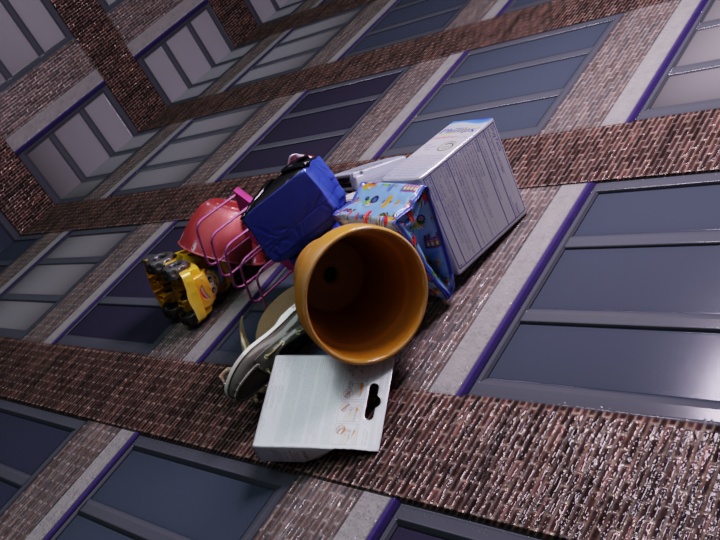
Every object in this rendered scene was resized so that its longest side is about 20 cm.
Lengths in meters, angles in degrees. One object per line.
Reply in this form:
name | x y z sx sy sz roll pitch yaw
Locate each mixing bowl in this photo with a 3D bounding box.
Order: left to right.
mixing bowl | -0.288 -0.091 1.837 0.196 0.111 0.200 12 11 -2

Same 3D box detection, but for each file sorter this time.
file sorter | -0.207 -0.033 1.652 0.125 0.140 0.199 -40 56 -23

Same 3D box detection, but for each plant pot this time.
plant pot | -0.022 0.023 1.310 0.199 0.202 0.183 -38 21 -12

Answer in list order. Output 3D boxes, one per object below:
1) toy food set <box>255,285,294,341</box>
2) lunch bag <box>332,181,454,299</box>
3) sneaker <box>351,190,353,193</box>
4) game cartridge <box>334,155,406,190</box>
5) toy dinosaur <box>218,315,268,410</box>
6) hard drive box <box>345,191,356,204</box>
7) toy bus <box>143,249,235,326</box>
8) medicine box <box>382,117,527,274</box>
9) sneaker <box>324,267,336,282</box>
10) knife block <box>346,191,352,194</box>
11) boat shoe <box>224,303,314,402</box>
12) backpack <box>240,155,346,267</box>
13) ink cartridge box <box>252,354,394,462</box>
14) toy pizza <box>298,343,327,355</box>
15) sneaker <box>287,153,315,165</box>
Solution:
toy food set | -0.108 0.086 1.543 0.197 0.049 0.199 -40 29 -14
lunch bag | 0.070 -0.037 1.387 0.149 0.202 0.094 10 50 47
sneaker | -0.065 -0.104 1.778 0.199 0.078 0.073 -41 30 -13
game cartridge | 0.019 -0.195 1.717 0.131 0.042 0.200 -16 8 -17
toy dinosaur | -0.188 0.176 1.468 0.100 0.059 0.200 -33 48 -9
hard drive box | 0.059 -0.125 1.604 0.154 0.078 0.199 -4 15 43
toy bus | -0.348 0.014 1.851 0.190 0.138 0.198 -28 25 -30
medicine box | 0.163 -0.127 1.438 0.199 0.184 0.102 -40 27 -28
sneaker | 0.000 0.000 1.482 0.198 0.079 0.070 -25 58 -25
knife block | -0.080 -0.188 1.944 0.173 0.065 0.201 -22 29 19
boat shoe | -0.138 0.139 1.386 0.060 0.072 0.202 36 77 33
backpack | -0.103 -0.099 1.482 0.161 0.169 0.200 -31 15 11
ink cartridge box | -0.050 0.205 1.274 0.196 0.048 0.162 -1 50 17
toy pizza | -0.021 0.139 1.376 0.197 0.032 0.202 -23 35 17
sneaker | -0.159 -0.169 1.754 0.198 0.113 0.072 -30 69 -13
